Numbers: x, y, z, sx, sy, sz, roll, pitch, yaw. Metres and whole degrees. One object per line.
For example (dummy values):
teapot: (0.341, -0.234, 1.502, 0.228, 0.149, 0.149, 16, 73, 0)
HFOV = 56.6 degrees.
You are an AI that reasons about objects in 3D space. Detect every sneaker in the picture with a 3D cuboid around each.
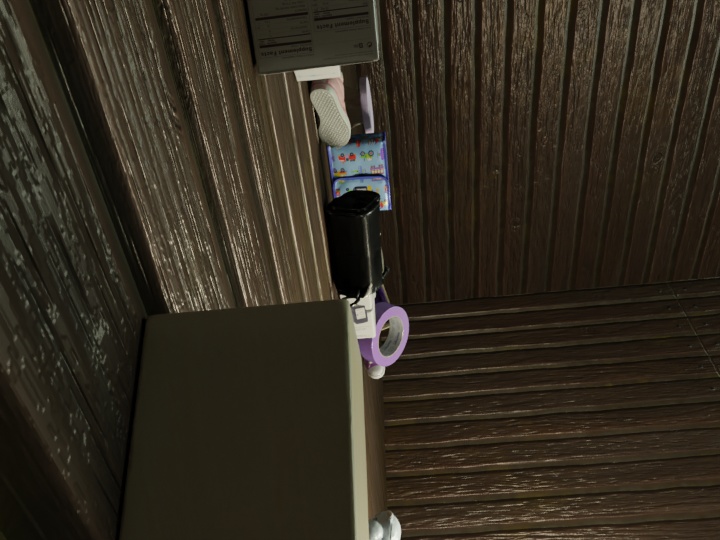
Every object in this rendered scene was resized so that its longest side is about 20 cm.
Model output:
sneaker: (0.034, 0.274, 2.354, 0.116, 0.070, 0.204, 77, -1, -48)
sneaker: (-0.061, -0.362, 1.437, 0.202, 0.073, 0.108, 71, 20, -61)

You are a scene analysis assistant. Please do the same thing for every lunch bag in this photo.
lunch bag: (0.000, -0.235, 1.697, 0.095, 0.145, 0.206, -85, 169, -68)

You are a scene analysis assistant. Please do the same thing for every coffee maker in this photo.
coffee maker: (-0.007, -0.055, 1.500, 0.194, 0.130, 0.206, -87, 171, -61)

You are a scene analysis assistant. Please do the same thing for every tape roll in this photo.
tape roll: (0.079, 0.213, 2.236, 0.197, 0.064, 0.207, -18, 115, -46)

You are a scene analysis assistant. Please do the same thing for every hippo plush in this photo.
hippo plush: (0.060, 0.614, 1.461, 0.160, 0.194, 0.166, 129, -48, -63)

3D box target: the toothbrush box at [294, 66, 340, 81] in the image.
toothbrush box: (-0.082, -0.446, 1.115, 0.147, 0.082, 0.207, 71, 15, -80)

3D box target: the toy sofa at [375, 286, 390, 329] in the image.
toy sofa: (0.058, 0.109, 2.385, 0.098, 0.081, 0.205, 76, -6, -77)

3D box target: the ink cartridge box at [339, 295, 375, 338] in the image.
ink cartridge box: (-0.007, 0.058, 1.735, 0.203, 0.081, 0.148, 83, 4, -49)

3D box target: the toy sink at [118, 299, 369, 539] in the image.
toy sink: (-0.060, 0.137, 0.400, 0.113, 0.126, 0.206, 80, 6, -61)

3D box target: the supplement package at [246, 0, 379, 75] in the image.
supplement package: (-0.055, -0.333, 0.865, 0.201, 0.150, 0.114, -87, 170, -66)

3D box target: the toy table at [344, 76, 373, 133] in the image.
toy table: (-0.029, -0.420, 1.742, 0.201, 0.113, 0.190, 75, 11, -68)
